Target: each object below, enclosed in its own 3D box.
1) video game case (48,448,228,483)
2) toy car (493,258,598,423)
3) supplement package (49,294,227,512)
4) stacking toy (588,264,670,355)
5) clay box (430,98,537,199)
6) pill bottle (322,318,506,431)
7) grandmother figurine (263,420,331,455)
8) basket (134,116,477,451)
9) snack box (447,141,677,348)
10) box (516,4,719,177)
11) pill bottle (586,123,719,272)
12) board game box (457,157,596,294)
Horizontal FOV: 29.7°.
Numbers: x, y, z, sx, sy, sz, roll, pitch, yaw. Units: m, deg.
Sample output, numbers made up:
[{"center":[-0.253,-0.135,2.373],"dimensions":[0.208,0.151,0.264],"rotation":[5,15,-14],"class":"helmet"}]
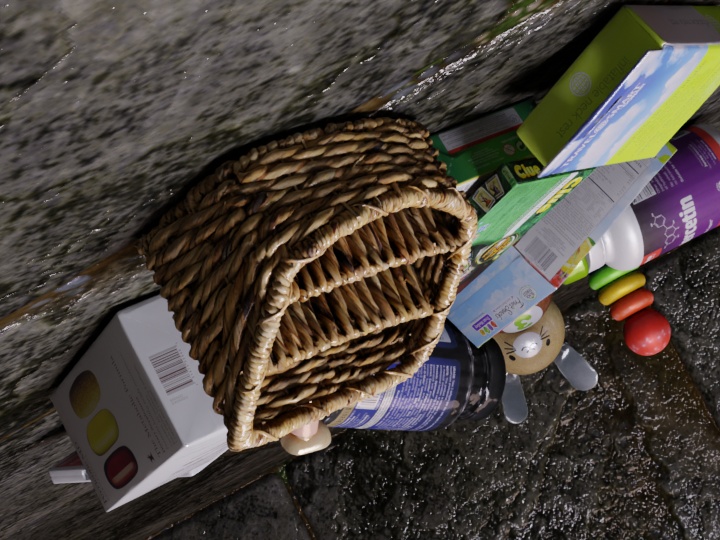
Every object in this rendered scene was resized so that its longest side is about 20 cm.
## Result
[{"center":[-0.188,0.160,1.306],"dimensions":[0.199,0.018,0.143],"rotation":[-9,-163,38],"class":"video game case"},{"center":[0.169,0.062,1.424],"dimensions":[0.163,0.201,0.158],"rotation":[-23,-161,2],"class":"toy car"},{"center":[-0.151,0.098,1.068],"dimensions":[0.109,0.114,0.200],"rotation":[-23,169,-34],"class":"supplement package"},{"center":[0.296,0.007,1.579],"dimensions":[0.085,0.201,0.085],"rotation":[-26,171,-5],"class":"stacking toy"},{"center":[0.064,-0.045,1.053],"dimensions":[0.114,0.048,0.200],"rotation":[-23,162,-29],"class":"clay box"},{"center":[0.034,0.093,1.264],"dimensions":[0.199,0.113,0.112],"rotation":[8,151,-34],"class":"pill bottle"},{"center":[-0.048,0.045,1.048],"dimensions":[0.061,0.121,0.201],"rotation":[-47,156,-49],"class":"grandmother figurine"},{"center":[-0.009,0.000,0.848],"dimensions":[0.199,0.150,0.142],"rotation":[-15,165,-49],"class":"basket"},{"center":[0.174,-0.039,1.231],"dimensions":[0.200,0.068,0.169],"rotation":[-47,180,-28],"class":"snack box"},{"center":[0.195,-0.130,0.969],"dimensions":[0.199,0.048,0.122],"rotation":[-14,149,-54],"class":"box"},{"center":[0.313,-0.073,1.473],"dimensions":[0.199,0.113,0.113],"rotation":[-26,170,-12],"class":"pill bottle"},{"center":[0.083,-0.020,1.032],"dimensions":[0.104,0.024,0.200],"rotation":[-11,154,-46],"class":"board game box"}]
